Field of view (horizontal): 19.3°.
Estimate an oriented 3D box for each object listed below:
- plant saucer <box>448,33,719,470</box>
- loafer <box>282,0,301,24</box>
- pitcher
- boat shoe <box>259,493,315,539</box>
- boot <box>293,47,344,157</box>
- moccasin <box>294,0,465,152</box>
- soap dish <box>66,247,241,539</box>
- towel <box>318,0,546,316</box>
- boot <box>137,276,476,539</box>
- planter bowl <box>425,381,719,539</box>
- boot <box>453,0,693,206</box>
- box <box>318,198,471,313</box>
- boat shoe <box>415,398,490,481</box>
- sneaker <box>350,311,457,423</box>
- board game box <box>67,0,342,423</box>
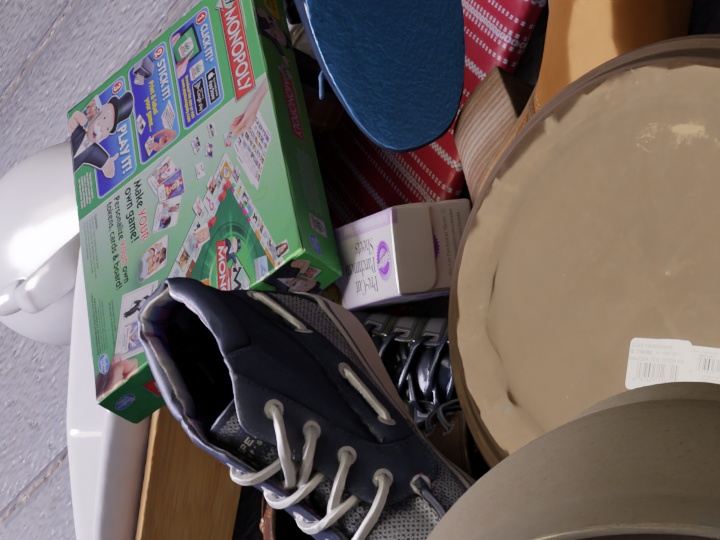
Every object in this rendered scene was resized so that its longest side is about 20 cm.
[{"bbox_3d":[0.112,0.007,0.770,0.199,0.029,0.201,-10,73,33],"label":"plant saucer"},{"bbox_3d":[-0.007,-0.197,1.037,0.072,0.073,0.200,47,144,9],"label":"loafer"},{"bbox_3d":[-0.169,-0.014,1.260,0.172,0.121,0.200,-41,8,-38],"label":"pitcher"},{"bbox_3d":[-0.010,0.116,0.951,0.070,0.070,0.200,-34,22,-1],"label":"boat shoe"},{"bbox_3d":[-0.064,-0.078,1.154,0.200,0.074,0.097,-123,56,-72],"label":"boot"},{"bbox_3d":[0.000,-0.150,0.949,0.068,0.080,0.201,133,122,-84],"label":"moccasin"},{"bbox_3d":[-0.109,0.078,1.131,0.200,0.081,0.158,103,160,-44],"label":"soap dish"},{"bbox_3d":[0.033,-0.091,1.056,0.201,0.022,0.145,-67,28,18],"label":"towel"},{"bbox_3d":[-0.012,0.082,0.806,0.073,0.090,0.200,-56,50,21],"label":"boot"},{"bbox_3d":[0.103,0.119,0.674,0.200,0.200,0.135,-57,8,33],"label":"planter bowl"},{"bbox_3d":[0.112,-0.066,0.842,0.200,0.076,0.156,-53,39,28],"label":"boot"},{"bbox_3d":[0.000,0.000,0.994,0.200,0.039,0.042,165,99,-70],"label":"box"},{"bbox_3d":[0.050,0.091,0.857,0.200,0.072,0.073,25,109,39],"label":"boat shoe"},{"bbox_3d":[0.025,0.052,0.941,0.200,0.081,0.074,-12,68,58],"label":"sneaker"},{"bbox_3d":[-0.082,-0.040,1.031,0.134,0.029,0.200,-35,44,24],"label":"board game box"}]
